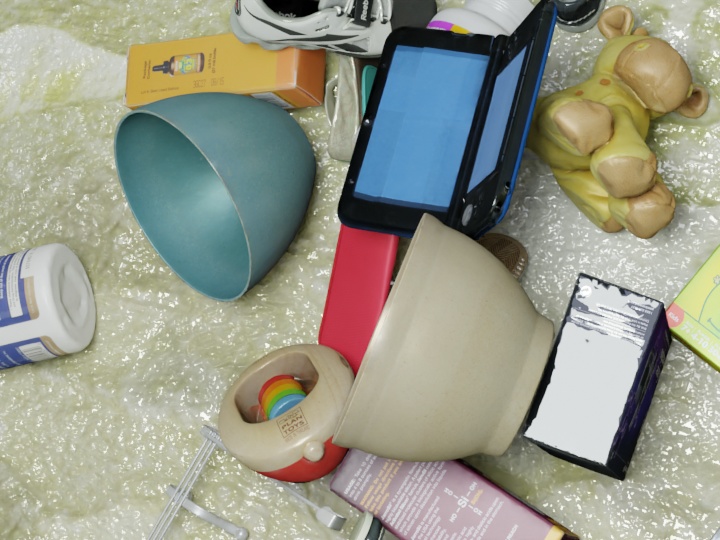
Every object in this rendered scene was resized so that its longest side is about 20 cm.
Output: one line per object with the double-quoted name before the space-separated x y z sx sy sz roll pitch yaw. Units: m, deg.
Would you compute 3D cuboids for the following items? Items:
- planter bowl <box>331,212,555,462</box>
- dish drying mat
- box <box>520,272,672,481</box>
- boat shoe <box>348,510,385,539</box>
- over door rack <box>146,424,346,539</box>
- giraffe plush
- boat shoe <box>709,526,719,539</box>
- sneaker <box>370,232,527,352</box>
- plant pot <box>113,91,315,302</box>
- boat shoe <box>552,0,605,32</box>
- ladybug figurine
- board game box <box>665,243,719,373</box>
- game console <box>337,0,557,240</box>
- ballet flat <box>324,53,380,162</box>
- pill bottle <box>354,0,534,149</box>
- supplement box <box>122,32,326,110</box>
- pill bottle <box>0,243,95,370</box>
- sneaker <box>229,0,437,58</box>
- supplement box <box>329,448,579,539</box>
"planter bowl" 0.075 0.071 1.208 0.134 0.200 0.201 22 85 -1
"dish drying mat" 0.000 0.000 1.399 0.077 0.018 0.201 21 105 42
"box" 0.205 0.097 1.267 0.079 0.200 0.142 21 85 17
"boat shoe" 0.004 0.290 1.312 0.066 0.075 0.200 22 126 5
"over door rack" -0.110 0.252 1.387 0.200 0.067 0.148 28 87 40
"giraffe plush" 0.238 -0.146 1.354 0.162 0.173 0.200 -43 35 -8
"boat shoe" 0.291 0.300 1.267 0.071 0.072 0.200 34 87 24
"sneaker" 0.078 0.054 1.391 0.070 0.109 0.200 35 59 22
"plant pot" -0.121 -0.090 1.425 0.135 0.200 0.200 -34 67 -30
"boat shoe" 0.215 -0.332 1.430 0.075 0.060 0.201 0 78 16
"ladybug figurine" -0.060 0.135 1.362 0.135 0.200 0.072 -30 112 -1
"board game box" 0.367 0.001 1.322 0.101 0.048 0.200 40 91 20
"game console" 0.072 -0.132 1.276 0.118 0.171 0.201 17 76 -8
"ballet flat" -0.008 -0.204 1.468 0.062 0.067 0.201 -5 75 34
"pill bottle" 0.087 -0.174 1.405 0.104 0.104 0.200 30 79 20
"supplement box" -0.137 -0.194 1.486 0.199 0.069 0.067 -2 78 23
"pill bottle" -0.377 0.047 1.494 0.199 0.111 0.112 -13 75 13
"sneaker" -0.017 -0.245 1.391 0.199 0.089 0.075 -6 79 -14
"supplement box" 0.084 0.215 1.325 0.200 0.110 0.086 32 88 20
